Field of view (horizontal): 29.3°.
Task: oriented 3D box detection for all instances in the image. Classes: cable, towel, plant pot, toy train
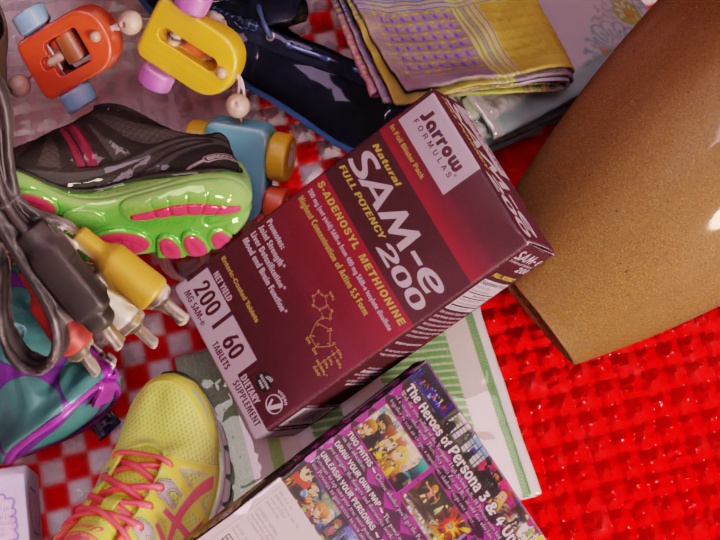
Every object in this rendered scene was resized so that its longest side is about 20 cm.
[{"bbox_3d":[-0.185,-0.024,0.757,0.096,0.050,0.201,-30,103,14],"label":"cable"},{"bbox_3d":[0.095,-0.176,0.911,0.199,0.048,0.172,-26,74,-32],"label":"towel"},{"bbox_3d":[-0.003,0.100,0.857,0.197,0.023,0.155,-16,71,-5],"label":"towel"},{"bbox_3d":[0.043,-0.187,0.857,0.142,0.023,0.202,-8,63,-25],"label":"towel"},{"bbox_3d":[0.177,-0.042,0.840,0.199,0.186,0.187,-39,76,0],"label":"plant pot"},{"bbox_3d":[-0.123,-0.101,0.875,0.149,0.056,0.201,-29,102,24],"label":"toy train"}]

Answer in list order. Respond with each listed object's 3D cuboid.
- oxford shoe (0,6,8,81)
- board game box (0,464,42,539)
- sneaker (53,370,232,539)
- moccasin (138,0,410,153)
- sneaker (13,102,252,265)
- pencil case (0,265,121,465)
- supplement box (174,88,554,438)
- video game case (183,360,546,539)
[{"bbox_3d":[-0.257,-0.165,0.880,0.072,0.085,0.201,-3,39,-28],"label":"oxford shoe"},{"bbox_3d":[-0.279,0.228,0.794,0.197,0.041,0.202,-9,72,-5],"label":"board game box"},{"bbox_3d":[-0.134,0.150,0.790,0.077,0.090,0.203,4,68,22],"label":"sneaker"},{"bbox_3d":[-0.053,-0.153,0.909,0.198,0.081,0.069,32,108,-3],"label":"moccasin"},{"bbox_3d":[-0.164,-0.053,0.811,0.197,0.077,0.085,4,45,-12],"label":"sneaker"},{"bbox_3d":[-0.221,0.016,0.845,0.092,0.085,0.201,-33,75,3],"label":"pencil case"},{"bbox_3d":[0.000,0.000,0.805,0.199,0.061,0.110,-37,73,16],"label":"supplement box"},{"bbox_3d":[0.021,0.186,0.790,0.180,0.036,0.201,-36,93,-14],"label":"video game case"}]
